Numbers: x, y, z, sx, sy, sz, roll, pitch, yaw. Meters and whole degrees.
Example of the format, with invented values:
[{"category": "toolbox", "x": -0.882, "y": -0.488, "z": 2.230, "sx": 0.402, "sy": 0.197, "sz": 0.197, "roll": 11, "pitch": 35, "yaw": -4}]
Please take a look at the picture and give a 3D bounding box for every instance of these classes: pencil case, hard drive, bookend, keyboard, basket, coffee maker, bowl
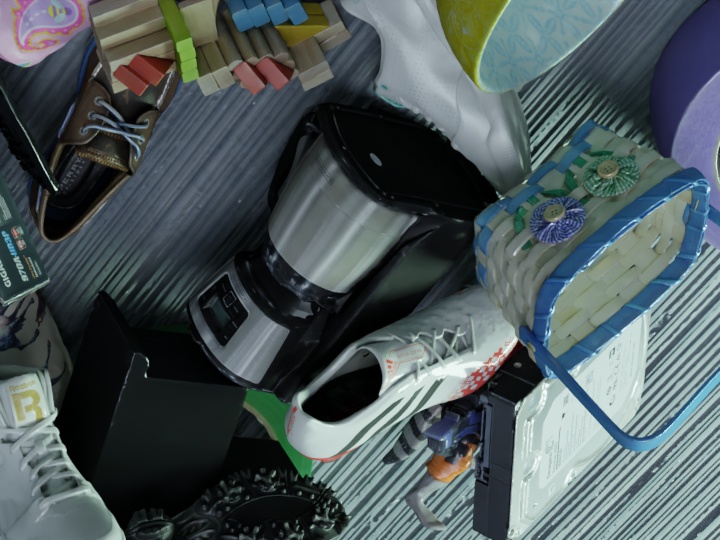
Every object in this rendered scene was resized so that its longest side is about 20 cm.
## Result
[{"category": "pencil case", "x": -0.170, "y": -0.219, "z": 1.518, "sx": 0.199, "sy": 0.088, "sz": 0.087, "roll": -33, "pitch": 123, "yaw": 19}, {"category": "hard drive", "x": 0.154, "y": 0.097, "z": 1.727, "sx": 0.038, "sy": 0.200, "sz": 0.141, "roll": 24, "pitch": 131, "yaw": 28}, {"category": "bookend", "x": -0.122, "y": 0.135, "z": 1.717, "sx": 0.197, "sy": 0.092, "sz": 0.201, "roll": 7, "pitch": 115, "yaw": -29}, {"category": "keyboard", "x": -0.269, "y": -0.138, "z": 1.557, "sx": 0.039, "sy": 0.104, "sz": 0.201, "roll": -29, "pitch": 127, "yaw": -9}, {"category": "basket", "x": 0.181, "y": 0.009, "z": 1.581, "sx": 0.176, "sy": 0.200, "sz": 0.139, "roll": -41, "pitch": 158, "yaw": -18}, {"category": "coffee maker", "x": 0.000, "y": 0.000, "z": 1.667, "sx": 0.191, "sy": 0.135, "sz": 0.200, "roll": 25, "pitch": 121, "yaw": -23}, {"category": "bowl", "x": 0.113, "y": -0.225, "z": 1.515, "sx": 0.108, "sy": 0.200, "sz": 0.201, "roll": 45, "pitch": 120, "yaw": 17}, {"category": "pencil case", "x": -0.272, "y": 0.034, "z": 1.693, "sx": 0.077, "sy": 0.090, "sz": 0.201, "roll": -1, "pitch": 130, "yaw": 23}]

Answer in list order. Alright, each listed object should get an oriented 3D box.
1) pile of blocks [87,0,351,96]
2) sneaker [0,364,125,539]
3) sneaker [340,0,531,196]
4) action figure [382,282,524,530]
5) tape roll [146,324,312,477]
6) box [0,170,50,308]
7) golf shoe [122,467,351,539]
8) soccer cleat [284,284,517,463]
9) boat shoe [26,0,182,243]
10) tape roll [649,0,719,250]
[{"category": "pile of blocks", "x": -0.085, "y": -0.152, "z": 1.543, "sx": 0.199, "sy": 0.062, "sz": 0.082, "roll": -8, "pitch": 146, "yaw": -30}, {"category": "sneaker", "x": -0.228, "y": 0.133, "z": 1.604, "sx": 0.073, "sy": 0.200, "sz": 0.117, "roll": -18, "pitch": 117, "yaw": -28}, {"category": "sneaker", "x": 0.055, "y": -0.129, "z": 1.623, "sx": 0.088, "sy": 0.075, "sz": 0.201, "roll": -21, "pitch": 116, "yaw": 17}, {"category": "action figure", "x": 0.071, "y": 0.097, "z": 1.749, "sx": 0.104, "sy": 0.200, "sz": 0.195, "roll": 28, "pitch": 120, "yaw": 24}, {"category": "tape roll", "x": -0.137, "y": 0.135, "z": 1.806, "sx": 0.198, "sy": 0.048, "sz": 0.202, "roll": -3, "pitch": 126, "yaw": -4}, {"category": "box", "x": -0.307, "y": -0.056, "z": 1.554, "sx": 0.158, "sy": 0.046, "sz": 0.201, "roll": -19, "pitch": 97, "yaw": 45}, {"category": "golf shoe", "x": -0.105, "y": 0.206, "z": 1.674, "sx": 0.198, "sy": 0.078, "sz": 0.095, "roll": -12, "pitch": 142, "yaw": -20}, {"category": "soccer cleat", "x": 0.034, "y": 0.066, "z": 1.624, "sx": 0.199, "sy": 0.069, "sz": 0.085, "roll": -30, "pitch": 159, "yaw": -9}, {"category": "boat shoe", "x": -0.173, "y": -0.100, "z": 1.615, "sx": 0.072, "sy": 0.073, "sz": 0.201, "roll": 19, "pitch": 122, "yaw": -18}, {"category": "tape roll", "x": 0.311, "y": -0.107, "z": 1.649, "sx": 0.198, "sy": 0.085, "sz": 0.201, "roll": -2, "pitch": 126, "yaw": -3}]
